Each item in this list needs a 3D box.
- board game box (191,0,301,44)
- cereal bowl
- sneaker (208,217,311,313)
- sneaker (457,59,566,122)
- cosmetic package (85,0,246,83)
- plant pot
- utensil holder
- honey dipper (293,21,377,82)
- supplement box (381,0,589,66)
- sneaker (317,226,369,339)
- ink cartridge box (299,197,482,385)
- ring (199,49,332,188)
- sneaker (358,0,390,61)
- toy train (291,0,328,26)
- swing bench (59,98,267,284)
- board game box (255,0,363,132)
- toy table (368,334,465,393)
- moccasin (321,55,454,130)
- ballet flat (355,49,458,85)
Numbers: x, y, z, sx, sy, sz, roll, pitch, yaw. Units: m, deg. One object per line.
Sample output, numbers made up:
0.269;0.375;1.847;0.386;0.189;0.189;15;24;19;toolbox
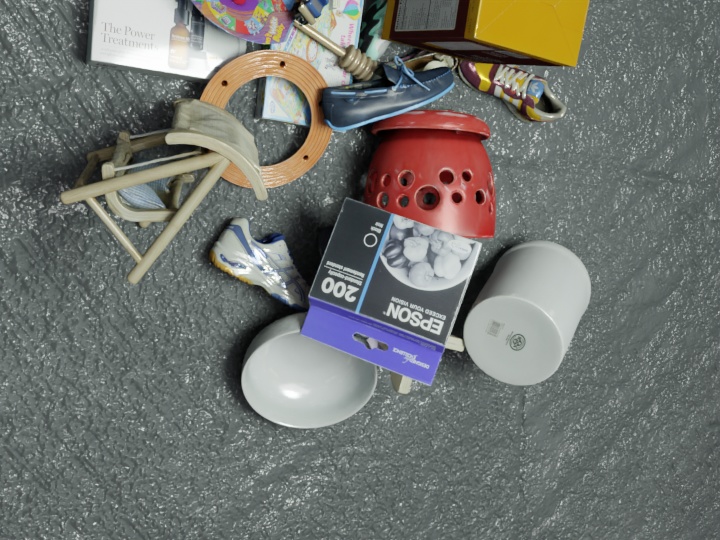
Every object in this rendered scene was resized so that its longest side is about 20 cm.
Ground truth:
-0.138;-0.392;0.954;0.158;0.039;0.201;29;61;-22;board game box
-0.077;0.139;1.100;0.199;0.083;0.201;-3;124;-4;cereal bowl
-0.118;-0.005;1.076;0.200;0.075;0.088;31;84;-29;sneaker
0.252;-0.307;1.202;0.199;0.090;0.075;23;89;-29;sneaker
-0.248;-0.331;0.961;0.199;0.052;0.152;2;96;-28;cosmetic package
0.106;-0.139;1.099;0.199;0.200;0.184;2;94;-28;plant pot
0.272;0.067;1.191;0.200;0.169;0.171;-46;123;-54;utensil holder
-0.064;-0.330;1.024;0.199;0.038;0.038;29;86;-27;honey dipper
0.171;-0.365;1.009;0.196;0.200;0.134;1;103;-36;supplement box
0.000;0.000;1.075;0.082;0.201;0.070;-41;144;25;sneaker
0.037;0.027;0.982;0.197;0.043;0.201;19;87;10;ink cartridge box
-0.131;-0.208;1.025;0.199;0.019;0.201;-12;124;-18;ring
0.087;-0.381;1.109;0.139;0.078;0.201;25;88;-28;sneaker
-0.047;-0.403;1.007;0.034;0.046;0.201;46;48;-37;toy train
-0.228;-0.120;0.897;0.200;0.199;0.130;-33;115;3;swing bench
-0.073;-0.310;1.064;0.134;0.034;0.201;5;97;-28;board game box
0.060;0.089;1.164;0.199;0.117;0.185;1;99;-29;toy table
0.041;-0.255;1.029;0.199;0.080;0.068;-24;115;-17;moccasin
0.066;-0.289;1.119;0.200;0.071;0.069;-32;111;-19;ballet flat
